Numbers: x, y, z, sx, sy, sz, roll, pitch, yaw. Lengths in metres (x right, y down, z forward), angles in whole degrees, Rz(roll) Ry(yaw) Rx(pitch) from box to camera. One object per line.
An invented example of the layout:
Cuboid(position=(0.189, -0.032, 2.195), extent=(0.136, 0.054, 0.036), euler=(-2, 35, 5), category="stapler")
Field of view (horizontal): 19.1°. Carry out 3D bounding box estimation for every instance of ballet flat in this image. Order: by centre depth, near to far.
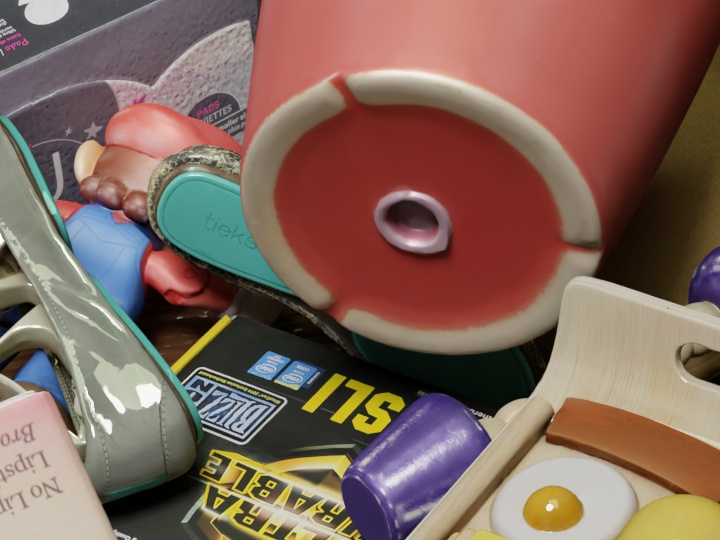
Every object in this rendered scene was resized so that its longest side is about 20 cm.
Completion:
Cuboid(position=(-0.135, 0.012, 0.877), extent=(0.064, 0.068, 0.200), euler=(-26, 58, -17), category="ballet flat")
Cuboid(position=(0.000, 0.000, 0.944), extent=(0.199, 0.068, 0.075), euler=(30, 21, -1), category="ballet flat")

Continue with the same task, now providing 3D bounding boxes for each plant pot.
Cuboid(position=(0.041, -0.076, 0.860), extent=(0.199, 0.201, 0.178), euler=(5, 44, 14), category="plant pot")
Cuboid(position=(0.122, -0.029, 0.963), extent=(0.199, 0.027, 0.201), euler=(-12, 63, 24), category="plant pot")

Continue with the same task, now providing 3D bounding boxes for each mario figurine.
Cuboid(position=(-0.116, 0.010, 0.990), extent=(0.106, 0.124, 0.200), euler=(-21, 26, 51), category="mario figurine")

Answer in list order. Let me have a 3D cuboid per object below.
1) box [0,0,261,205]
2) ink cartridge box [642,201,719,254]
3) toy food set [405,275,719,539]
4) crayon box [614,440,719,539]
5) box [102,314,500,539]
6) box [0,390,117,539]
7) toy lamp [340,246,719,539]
Cuboid(position=(-0.155, -0.088, 1.060), extent=(0.200, 0.133, 0.115), euler=(-28, 46, -26), category="box")
Cuboid(position=(0.238, 0.000, 0.964), extent=(0.200, 0.051, 0.109), euler=(27, 48, 34), category="ink cartridge box")
Cuboid(position=(0.079, 0.082, 0.672), extent=(0.143, 0.061, 0.200), euler=(19, 43, 29), category="toy food set")
Cuboid(position=(0.097, 0.152, 0.727), extent=(0.200, 0.119, 0.058), euler=(-33, 44, -32), category="crayon box")
Cuboid(position=(-0.016, 0.105, 0.861), extent=(0.199, 0.050, 0.160), euler=(19, 42, 28), category="box")
Cuboid(position=(-0.121, 0.159, 0.668), extent=(0.128, 0.109, 0.201), euler=(-23, 83, -23), category="box")
Cuboid(position=(0.080, 0.050, 0.836), extent=(0.200, 0.058, 0.058), euler=(-27, 42, -29), category="toy lamp")
